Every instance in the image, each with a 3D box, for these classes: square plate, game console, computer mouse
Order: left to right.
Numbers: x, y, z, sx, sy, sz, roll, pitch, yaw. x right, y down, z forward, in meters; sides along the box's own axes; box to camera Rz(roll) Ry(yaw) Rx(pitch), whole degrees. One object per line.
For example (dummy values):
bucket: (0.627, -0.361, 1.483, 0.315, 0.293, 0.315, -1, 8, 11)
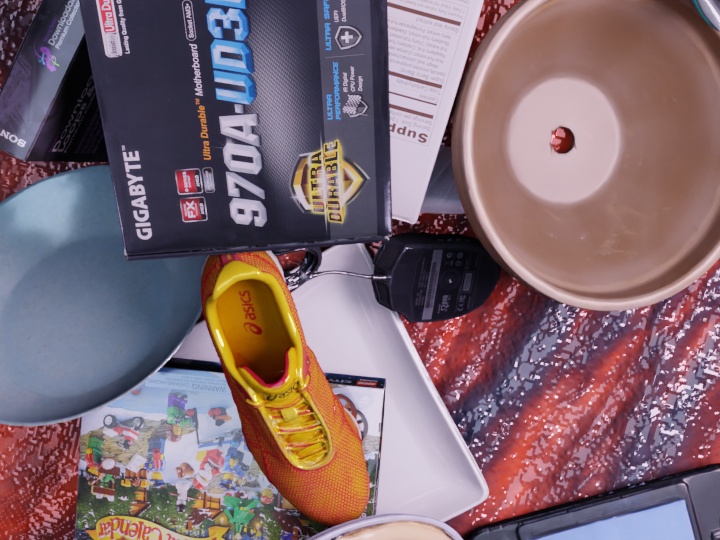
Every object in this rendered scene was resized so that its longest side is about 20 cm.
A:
square plate: (-0.042, 0.109, 0.930, 0.198, 0.028, 0.200, -28, 94, 6)
computer mouse: (0.000, 0.000, 0.885, 0.197, 0.034, 0.059, 2, 114, -22)
game console: (0.181, 0.240, 0.884, 0.197, 0.119, 0.175, -15, 95, 4)

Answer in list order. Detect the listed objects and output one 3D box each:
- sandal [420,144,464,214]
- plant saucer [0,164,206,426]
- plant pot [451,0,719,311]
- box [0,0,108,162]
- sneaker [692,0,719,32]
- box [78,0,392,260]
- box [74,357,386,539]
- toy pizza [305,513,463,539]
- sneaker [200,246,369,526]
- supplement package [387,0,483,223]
sandal: (-0.017, -0.051, 0.892, 0.204, 0.080, 0.060, 9, 132, -11)
plant saucer: (-0.184, 0.021, 0.886, 0.198, 0.039, 0.203, -8, 52, 11)
plant pot: (0.142, -0.080, 0.856, 0.198, 0.093, 0.204, -1, 95, -15)
box: (-0.154, -0.135, 0.826, 0.036, 0.200, 0.144, 27, 97, 4)
sneaker: (0.253, -0.177, 0.811, 0.198, 0.121, 0.084, 23, 122, -22)
box: (-0.063, -0.101, 0.737, 0.156, 0.046, 0.202, -4, 130, -3)
box: (-0.086, 0.132, 0.902, 0.197, 0.038, 0.139, 5, 96, 3)
toy pizza: (-0.010, 0.238, 0.876, 0.198, 0.032, 0.202, -18, 133, -20)
sneaker: (-0.050, 0.079, 0.828, 0.072, 0.077, 0.202, -24, 111, 3)
supplement package: (0.010, -0.153, 0.811, 0.118, 0.122, 0.202, 16, 132, 0)
